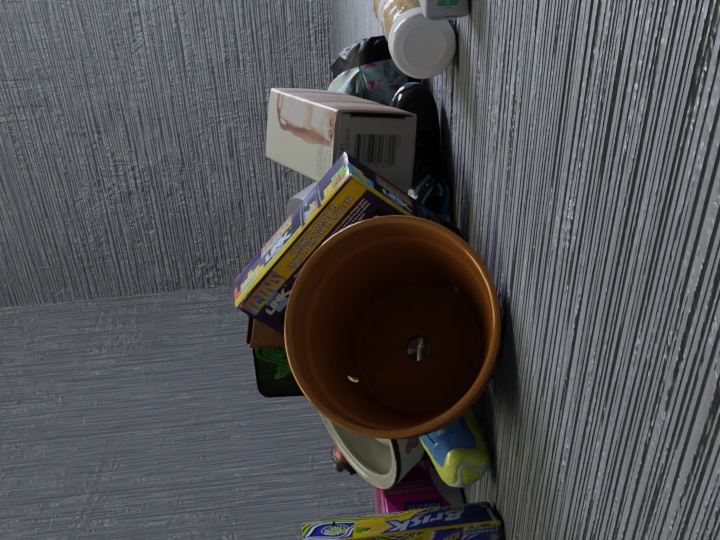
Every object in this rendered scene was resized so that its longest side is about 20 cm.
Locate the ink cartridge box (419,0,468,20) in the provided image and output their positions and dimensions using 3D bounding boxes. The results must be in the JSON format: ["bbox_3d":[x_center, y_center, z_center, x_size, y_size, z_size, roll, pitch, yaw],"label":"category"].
[{"bbox_3d":[0.068,-0.360,1.025,0.162,0.050,0.201,-99,3,-51],"label":"ink cartridge box"}]

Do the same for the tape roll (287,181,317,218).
[{"bbox_3d":[-0.021,-0.037,1.592,0.200,0.066,0.201,46,159,23],"label":"tape roll"}]

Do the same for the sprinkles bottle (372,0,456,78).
[{"bbox_3d":[0.055,-0.267,1.192,0.200,0.068,0.069,-101,7,-63],"label":"sprinkles bottle"}]

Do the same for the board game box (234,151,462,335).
[{"bbox_3d":[-0.013,-0.003,1.182,0.200,0.165,0.057,-46,27,23],"label":"board game box"}]

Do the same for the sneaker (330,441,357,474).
[{"bbox_3d":[0.033,0.209,1.567,0.071,0.200,0.098,38,137,22],"label":"sneaker"}]

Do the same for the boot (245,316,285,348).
[{"bbox_3d":[-0.055,0.103,1.444,0.068,0.199,0.190,-7,75,55],"label":"boot"}]

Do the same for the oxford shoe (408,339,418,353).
[{"bbox_3d":[0.067,0.102,1.525,0.200,0.070,0.076,-116,19,-81],"label":"oxford shoe"}]

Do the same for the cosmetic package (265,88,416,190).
[{"bbox_3d":[-0.026,-0.152,1.256,0.200,0.102,0.088,29,118,59],"label":"cosmetic package"}]

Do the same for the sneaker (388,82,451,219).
[{"bbox_3d":[0.075,-0.113,1.254,0.082,0.073,0.202,5,98,58],"label":"sneaker"}]

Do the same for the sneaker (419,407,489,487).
[{"bbox_3d":[0.077,0.138,1.172,0.105,0.075,0.200,59,178,-27],"label":"sneaker"}]

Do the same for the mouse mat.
[{"bbox_3d":[-0.069,0.089,1.485,0.008,0.199,0.163,-23,72,44],"label":"mouse mat"}]

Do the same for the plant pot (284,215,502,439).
[{"bbox_3d":[0.042,0.063,1.043,0.140,0.198,0.202,43,-140,-71],"label":"plant pot"}]

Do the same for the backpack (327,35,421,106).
[{"bbox_3d":[0.021,-0.186,1.417,0.167,0.125,0.202,169,93,-83],"label":"backpack"}]

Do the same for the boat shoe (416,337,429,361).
[{"bbox_3d":[0.076,0.042,1.235,0.203,0.074,0.075,-100,6,-58],"label":"boat shoe"}]

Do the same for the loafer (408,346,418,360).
[{"bbox_3d":[0.088,0.144,1.365,0.072,0.072,0.201,52,158,23],"label":"loafer"}]

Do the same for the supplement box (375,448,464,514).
[{"bbox_3d":[0.072,0.283,1.428,0.201,0.100,0.104,-101,7,-55],"label":"supplement box"}]

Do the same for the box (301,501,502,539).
[{"bbox_3d":[0.042,0.285,1.111,0.064,0.198,0.071,-129,33,-82],"label":"box"}]

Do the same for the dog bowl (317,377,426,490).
[{"bbox_3d":[0.015,0.162,1.351,0.200,0.073,0.201,47,151,36],"label":"dog bowl"}]
